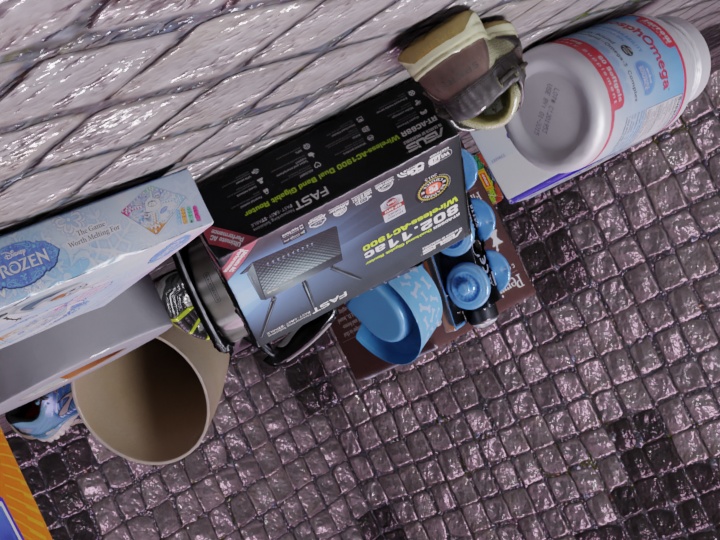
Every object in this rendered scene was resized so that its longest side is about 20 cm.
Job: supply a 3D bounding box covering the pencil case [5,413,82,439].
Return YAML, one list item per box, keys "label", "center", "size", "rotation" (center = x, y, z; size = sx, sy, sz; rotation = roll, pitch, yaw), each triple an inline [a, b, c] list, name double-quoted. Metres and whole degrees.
- label: "pencil case"
  center: [-0.425, 0.181, 1.960]
  size: [0.199, 0.089, 0.078]
  rotation: [-18, 142, -55]

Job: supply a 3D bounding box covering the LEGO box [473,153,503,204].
- label: "LEGO box"
  center: [0.086, -0.084, 1.939]
  size: [0.199, 0.078, 0.149]
  rotation: [-28, 178, 26]

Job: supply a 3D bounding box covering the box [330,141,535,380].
- label: "box"
  center: [0.052, -0.014, 1.482]
  size: [0.165, 0.202, 0.164]
  rotation: [-26, 178, -36]

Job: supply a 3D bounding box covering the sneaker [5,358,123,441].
- label: "sneaker"
  center: [-0.395, 0.157, 1.791]
  size: [0.200, 0.079, 0.090]
  rotation: [-43, 146, 18]

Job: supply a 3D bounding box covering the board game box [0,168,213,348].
- label: "board game box"
  center: [-0.219, 0.015, 0.852]
  size: [0.198, 0.044, 0.200]
  rotation: [-24, 177, -36]

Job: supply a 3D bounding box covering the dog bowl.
- label: "dog bowl"
  center: [0.000, 0.000, 1.306]
  size: [0.049, 0.200, 0.112]
  rotation: [-37, 167, -33]

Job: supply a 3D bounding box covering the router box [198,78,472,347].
- label: "router box"
  center: [-0.018, -0.039, 1.001]
  size: [0.199, 0.062, 0.150]
  rotation: [-28, 153, -5]

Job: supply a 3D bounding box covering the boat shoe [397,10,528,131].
- label: "boat shoe"
  center: [0.074, -0.121, 0.868]
  size: [0.071, 0.067, 0.201]
  rotation: [-27, 178, 14]

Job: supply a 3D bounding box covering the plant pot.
- label: "plant pot"
  center: [-0.244, 0.119, 1.737]
  size: [0.186, 0.188, 0.200]
  rotation: [-27, -168, 26]

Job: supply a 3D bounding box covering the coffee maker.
- label: "coffee maker"
  center: [-0.051, -0.027, 1.189]
  size: [0.198, 0.136, 0.192]
  rotation: [-26, -158, 4]

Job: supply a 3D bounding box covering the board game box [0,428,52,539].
- label: "board game box"
  center: [-0.238, 0.097, 0.408]
  size: [0.198, 0.201, 0.200]
  rotation: [-27, 178, 12]

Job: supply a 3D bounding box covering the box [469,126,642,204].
- label: "box"
  center: [0.221, -0.156, 1.407]
  size: [0.183, 0.106, 0.200]
  rotation: [-28, 177, 15]

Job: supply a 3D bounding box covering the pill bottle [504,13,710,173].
- label: "pill bottle"
  center: [0.221, -0.162, 1.175]
  size: [0.199, 0.110, 0.108]
  rotation: [-26, 178, -41]

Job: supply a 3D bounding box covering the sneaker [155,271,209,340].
- label: "sneaker"
  center: [-0.178, 0.034, 1.521]
  size: [0.076, 0.076, 0.200]
  rotation: [17, -179, 27]

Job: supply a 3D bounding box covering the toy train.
- label: "toy train"
  center: [0.072, -0.035, 1.329]
  size: [0.113, 0.202, 0.087]
  rotation: [-15, -174, 30]

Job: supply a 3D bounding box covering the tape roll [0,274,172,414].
- label: "tape roll"
  center: [-0.270, 0.064, 1.200]
  size: [0.199, 0.067, 0.200]
  rotation: [-26, 177, -1]
